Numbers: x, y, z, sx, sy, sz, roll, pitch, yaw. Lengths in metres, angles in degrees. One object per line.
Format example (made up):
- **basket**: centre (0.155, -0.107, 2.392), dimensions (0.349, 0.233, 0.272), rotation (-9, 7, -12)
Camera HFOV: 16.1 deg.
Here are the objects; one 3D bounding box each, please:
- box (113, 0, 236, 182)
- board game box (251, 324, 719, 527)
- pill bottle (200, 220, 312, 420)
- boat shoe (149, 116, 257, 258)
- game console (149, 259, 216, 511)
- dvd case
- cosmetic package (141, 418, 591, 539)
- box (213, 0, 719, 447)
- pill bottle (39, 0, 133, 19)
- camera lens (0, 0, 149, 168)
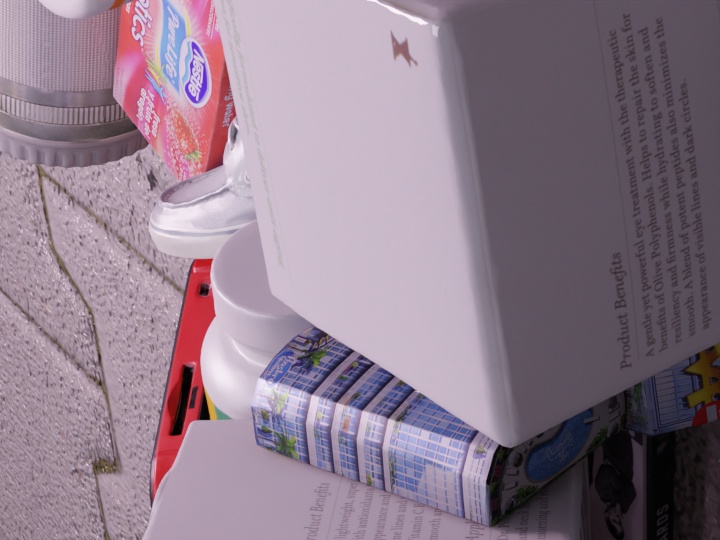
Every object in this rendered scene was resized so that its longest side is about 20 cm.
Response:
- **box**: centre (-0.060, -0.142, 1.363), dimensions (0.095, 0.103, 0.200), rotation (51, 150, 24)
- **board game box**: centre (0.083, 0.036, 1.185), dimensions (0.200, 0.200, 0.062), rotation (13, 124, 42)
- **pill bottle**: centre (-0.022, 0.071, 1.322), dimensions (0.113, 0.113, 0.200), rotation (40, 149, 42)
- **boat shoe**: centre (-0.030, -0.062, 1.325), dimensions (0.201, 0.070, 0.072), rotation (-14, 113, 27)
- **game console**: centre (-0.088, 0.105, 1.566), dimensions (0.177, 0.031, 0.200), rotation (77, -163, -50)
- **dvd case**: centre (0.111, 0.116, 1.352), dimensions (0.150, 0.025, 0.200), rotation (40, 146, 42)
- **cosmetic package**: centre (0.009, 0.172, 1.194), dimensions (0.165, 0.200, 0.165), rotation (-71, -22, -69)
- **box**: centre (0.061, -0.070, 1.107), dimensions (0.200, 0.171, 0.199), rotation (30, 138, 50)
- **pill bottle**: centre (-0.071, -0.204, 1.209), dimensions (0.114, 0.200, 0.114), rotation (43, 147, 38)
- **camera lens**: centre (-0.166, -0.178, 1.465), dimensions (0.160, 0.160, 0.200), rotation (50, 151, 29)
